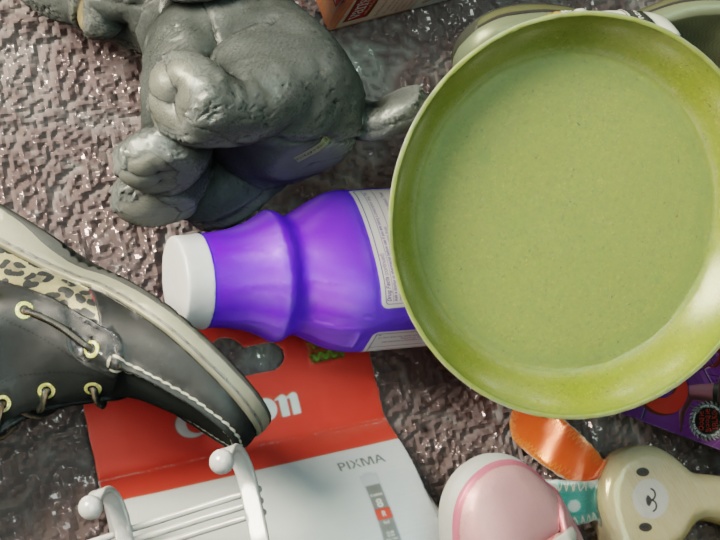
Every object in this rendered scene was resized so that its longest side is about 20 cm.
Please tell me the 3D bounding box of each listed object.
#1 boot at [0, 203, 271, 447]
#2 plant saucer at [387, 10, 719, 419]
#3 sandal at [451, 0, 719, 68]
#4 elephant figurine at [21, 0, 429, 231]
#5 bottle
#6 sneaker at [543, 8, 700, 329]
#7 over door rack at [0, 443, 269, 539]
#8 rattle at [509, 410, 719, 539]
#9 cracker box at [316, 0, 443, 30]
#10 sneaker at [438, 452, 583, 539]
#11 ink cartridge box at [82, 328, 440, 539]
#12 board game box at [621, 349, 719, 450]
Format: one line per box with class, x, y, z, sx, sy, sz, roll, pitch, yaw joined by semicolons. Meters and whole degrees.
boot;-0.161;0.067;0.779;0.203;0.074;0.154;32;70;10
plant saucer;0.106;-0.027;0.823;0.199;0.031;0.201;-2;98;-14
sandal;0.150;-0.107;0.925;0.200;0.080;0.057;-4;50;-10
elephant figurine;-0.089;-0.133;0.840;0.155;0.141;0.200;7;55;-45
bottle;0.000;0.000;0.851;0.199;0.065;0.084;-5;61;-23
sneaker;0.141;-0.039;0.874;0.087;0.076;0.201;-7;105;0
over door rack;-0.094;0.192;0.732;0.147;0.067;0.201;-19;78;14
rattle;0.168;0.142;0.842;0.130;0.143;0.200;-40;97;-3
cracker box;0.054;-0.228;0.940;0.200;0.058;0.134;-18;82;-20
sneaker;0.113;0.181;0.801;0.075;0.105;0.201;-27;103;-28
ink cartridge box;-0.043;0.118;0.825;0.162;0.050;0.201;-10;83;-20
board game box;0.225;0.002;0.881;0.120;0.032;0.201;19;93;32
